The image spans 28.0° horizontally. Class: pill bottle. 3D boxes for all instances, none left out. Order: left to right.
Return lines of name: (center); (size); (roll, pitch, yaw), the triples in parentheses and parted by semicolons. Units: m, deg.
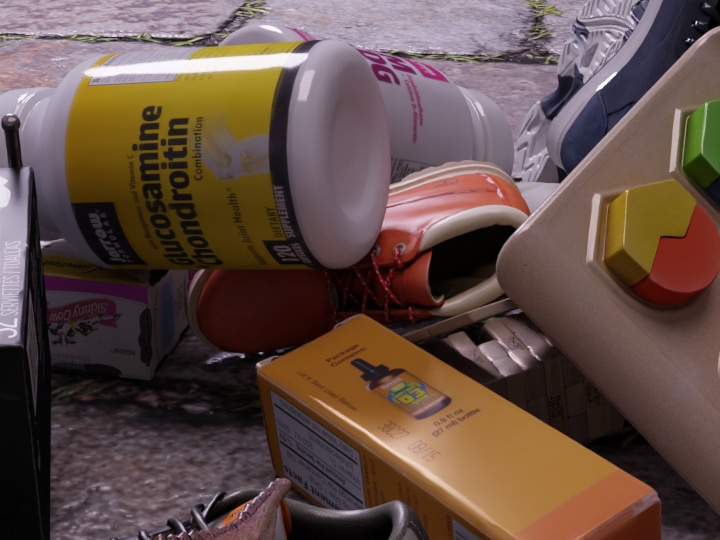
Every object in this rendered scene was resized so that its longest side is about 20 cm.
pill bottle: (-0.092, -0.056, 0.739); (0.198, 0.113, 0.112); (0, 22, 23)
pill bottle: (0.000, -0.082, 0.906); (0.199, 0.114, 0.113); (6, 14, -47)

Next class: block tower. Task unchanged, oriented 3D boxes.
block tower: (0.127, 0.041, 0.722); (0.198, 0.054, 0.058); (-17, 28, -13)

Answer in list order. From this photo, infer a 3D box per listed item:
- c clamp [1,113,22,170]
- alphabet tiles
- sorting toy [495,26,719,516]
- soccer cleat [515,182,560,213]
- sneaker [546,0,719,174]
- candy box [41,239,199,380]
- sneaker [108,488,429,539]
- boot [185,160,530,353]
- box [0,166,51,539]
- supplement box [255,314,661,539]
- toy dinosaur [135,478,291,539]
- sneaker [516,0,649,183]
c clamp: (-0.254, -0.003, 0.717); (0.198, 0.172, 0.027); (-8, 47, -6)
alphabet tiles: (0.084, 0.017, 0.761); (0.199, 0.008, 0.167); (-16, -5, -34)
sorting toy: (0.185, -0.002, 0.678); (0.185, 0.036, 0.200); (46, 63, 1)
soccer cleat: (0.077, -0.021, 0.893); (0.198, 0.070, 0.077); (-6, 19, -32)
sneaker: (0.208, -0.107, 0.842); (0.077, 0.203, 0.147); (25, 20, -30)
candy box: (-0.157, -0.012, 0.862); (0.135, 0.062, 0.200); (6, 25, 9)
sneaker: (-0.066, 0.118, 0.551); (0.198, 0.080, 0.074); (-2, 26, -2)
boot: (0.000, 0.000, 0.768); (0.198, 0.076, 0.107); (-21, 19, 0)
box: (-0.240, 0.045, 0.631); (0.198, 0.125, 0.149); (-4, 33, -9)
supplement box: (0.036, 0.091, 0.624); (0.066, 0.069, 0.199); (-25, 36, -28)
toy dinosaur: (-0.091, 0.136, 0.427); (0.135, 0.201, 0.086); (35, -12, -15)
sneaker: (0.202, -0.119, 0.991); (0.128, 0.200, 0.080); (5, 47, -19)
